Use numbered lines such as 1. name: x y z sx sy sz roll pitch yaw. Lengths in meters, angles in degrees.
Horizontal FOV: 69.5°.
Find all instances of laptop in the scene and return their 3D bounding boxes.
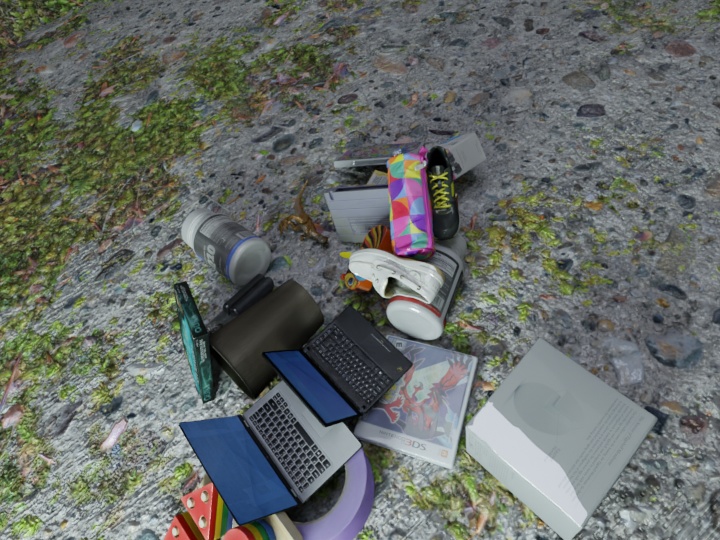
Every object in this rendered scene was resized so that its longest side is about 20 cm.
1. laptop: -0.134 0.254 0.800 0.199 0.117 0.187 -39 57 -15
2. laptop: -0.037 0.155 0.906 0.199 0.104 0.177 -40 61 -18

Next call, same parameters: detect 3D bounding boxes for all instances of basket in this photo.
1. basket: -0.176 0.123 0.995 0.199 0.137 0.179 -41 30 -22

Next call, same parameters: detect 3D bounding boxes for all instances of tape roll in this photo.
1. tape roll: -0.079 0.347 0.846 0.195 0.086 0.203 -5 54 8

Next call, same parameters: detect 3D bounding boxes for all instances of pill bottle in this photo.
1. pill bottle: 0.135 0.021 1.007 0.114 0.117 0.202 14 59 21
2. pill bottle: -0.304 -0.057 1.161 0.198 0.115 0.114 30 66 29

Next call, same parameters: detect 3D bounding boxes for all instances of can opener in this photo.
1. can opener: -0.257 0.093 1.092 0.053 0.068 0.200 17 48 36

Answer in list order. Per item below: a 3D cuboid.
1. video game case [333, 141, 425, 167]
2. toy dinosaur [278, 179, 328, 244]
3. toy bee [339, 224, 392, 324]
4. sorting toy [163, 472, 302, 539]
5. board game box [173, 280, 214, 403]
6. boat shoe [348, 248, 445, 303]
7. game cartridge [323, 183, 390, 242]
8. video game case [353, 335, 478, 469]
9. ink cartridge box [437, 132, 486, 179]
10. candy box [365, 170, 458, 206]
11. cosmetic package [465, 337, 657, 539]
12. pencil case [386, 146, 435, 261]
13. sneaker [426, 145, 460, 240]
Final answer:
1. video game case: 0.048 -0.279 1.248 0.196 0.018 0.144 0 26 18
2. toy dinosaur: -0.138 -0.120 1.215 0.104 0.061 0.202 -12 55 -27
3. toy bee: 0.000 0.000 1.059 0.108 0.131 0.201 20 70 52
4. sorting toy: -0.208 0.407 0.777 0.199 0.069 0.201 38 106 32
5. board game box: -0.312 0.138 0.975 0.028 0.203 0.136 -16 49 -26
6. boat shoe: 0.050 0.013 0.928 0.197 0.071 0.070 11 60 37
7. game cartridge: 0.027 -0.120 1.102 0.196 0.131 0.039 2 41 30
8. video game case: 0.101 0.226 0.929 0.179 0.023 0.203 11 58 19
9. ink cartridge box: 0.168 -0.229 1.173 0.198 0.069 0.115 -32 16 -11
10. candy box: 0.113 -0.136 1.119 0.197 0.117 0.057 19 64 24
11. cosmetic package: 0.300 0.256 0.801 0.199 0.124 0.199 -42 56 -17
12. pencil case: 0.093 -0.120 0.956 0.086 0.088 0.205 -5 79 9
13. sneaker: 0.147 -0.152 1.000 0.073 0.085 0.204 -9 57 8
